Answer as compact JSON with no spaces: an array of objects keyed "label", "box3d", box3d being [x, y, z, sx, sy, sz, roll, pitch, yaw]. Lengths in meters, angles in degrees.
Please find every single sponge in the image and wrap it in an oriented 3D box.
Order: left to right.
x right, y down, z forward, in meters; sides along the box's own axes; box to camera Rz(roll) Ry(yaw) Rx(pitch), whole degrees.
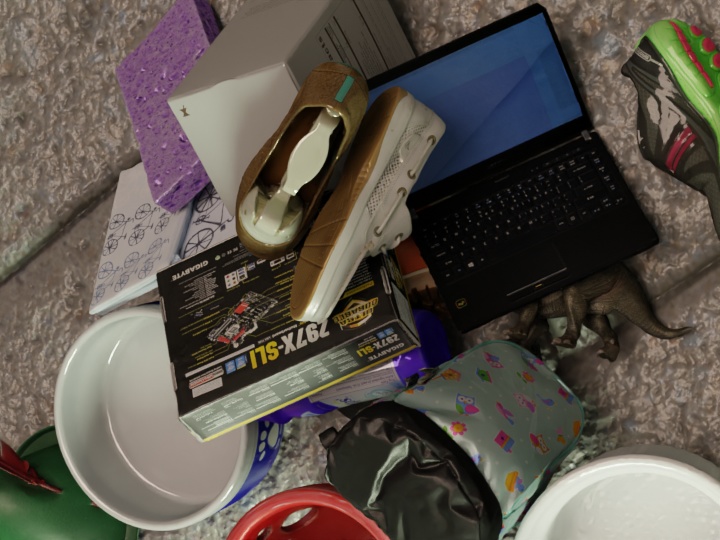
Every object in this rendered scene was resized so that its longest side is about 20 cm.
[{"label":"sponge","box3d":[-0.161,-0.155,1.856,0.112,0.030,0.200,-43,43,21]}]

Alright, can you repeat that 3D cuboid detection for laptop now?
[{"label":"laptop","box3d":[0.114,-0.083,1.647,0.177,0.103,0.200,-25,54,0]}]

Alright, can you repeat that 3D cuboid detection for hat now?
[{"label":"hat","box3d":[-0.329,0.221,1.895,0.200,0.176,0.166,40,107,27]}]

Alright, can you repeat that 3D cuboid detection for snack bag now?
[{"label":"snack bag","box3d":[-0.152,-0.062,1.832,0.200,0.021,0.189,-24,38,29]}]

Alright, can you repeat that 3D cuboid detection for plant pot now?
[{"label":"plant pot","box3d":[0.006,0.272,1.685,0.200,0.182,0.201,-2,87,33]}]

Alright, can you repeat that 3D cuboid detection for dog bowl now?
[{"label":"dog bowl","box3d":[-0.171,0.126,1.842,0.200,0.079,0.201,4,100,25]}]

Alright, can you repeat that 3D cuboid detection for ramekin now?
[{"label":"ramekin","box3d":[0.220,0.229,1.580,0.200,0.098,0.201,2,99,14]}]

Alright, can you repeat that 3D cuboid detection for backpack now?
[{"label":"backpack","box3d":[0.084,0.142,1.597,0.167,0.200,0.127,51,124,6]}]

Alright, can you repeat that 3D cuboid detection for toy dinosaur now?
[{"label":"toy dinosaur","box3d":[0.167,0.016,1.662,0.200,0.077,0.103,3,72,24]}]

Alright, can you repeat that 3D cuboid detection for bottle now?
[{"label":"bottle","box3d":[-0.028,0.085,1.706,0.200,0.084,0.065,-16,82,21]}]

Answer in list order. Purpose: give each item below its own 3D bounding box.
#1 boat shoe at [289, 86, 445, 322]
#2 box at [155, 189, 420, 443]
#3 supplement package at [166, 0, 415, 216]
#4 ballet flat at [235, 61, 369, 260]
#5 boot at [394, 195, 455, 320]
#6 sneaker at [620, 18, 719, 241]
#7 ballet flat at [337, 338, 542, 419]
[{"label":"boat shoe","box3d":[0.011,-0.042,1.609,0.200,0.069,0.071,-64,21,-6]},{"label":"box","box3d":[-0.063,0.031,1.675,0.200,0.049,0.160,-25,50,12]},{"label":"supplement package","box3d":[-0.052,-0.155,1.721,0.121,0.200,0.120,-13,117,30]},{"label":"ballet flat","box3d":[-0.052,-0.072,1.602,0.068,0.072,0.200,29,124,-7]},{"label":"boot","box3d":[0.000,0.000,1.740,0.200,0.075,0.107,-15,61,17]},{"label":"sneaker","box3d":[0.268,-0.100,1.624,0.084,0.077,0.200,-38,65,42]},{"label":"ballet flat","box3d":[0.066,0.098,1.745,0.200,0.067,0.057,-9,42,29]}]
